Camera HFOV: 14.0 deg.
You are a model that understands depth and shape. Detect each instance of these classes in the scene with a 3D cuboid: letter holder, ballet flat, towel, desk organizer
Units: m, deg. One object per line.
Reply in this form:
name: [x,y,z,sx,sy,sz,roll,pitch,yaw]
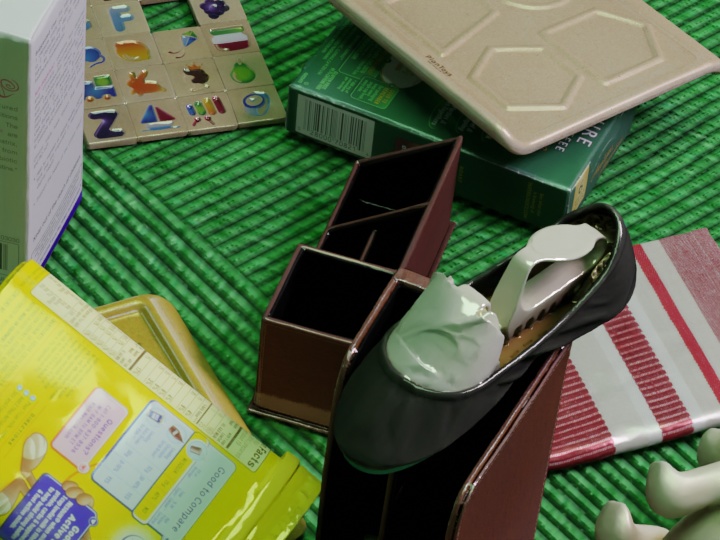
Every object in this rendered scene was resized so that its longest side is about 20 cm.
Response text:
letter holder: [0.027,0.128,1.529,0.100,0.201,0.142,21,46,15]
ballet flat: [0.061,0.023,1.447,0.068,0.069,0.200,35,52,26]
towel: [0.149,0.051,1.754,0.199,0.023,0.144,-13,49,-17]
desk organizer: [0.000,0.000,1.746,0.071,0.077,0.200,16,45,9]

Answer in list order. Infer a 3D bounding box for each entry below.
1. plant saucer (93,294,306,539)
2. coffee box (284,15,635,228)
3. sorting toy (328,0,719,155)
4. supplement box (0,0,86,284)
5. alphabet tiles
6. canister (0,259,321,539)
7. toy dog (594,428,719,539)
plant saucer: [-0.157,0.093,1.653,0.199,0.049,0.200,-16,48,-22]
coffee box: [0.065,-0.103,1.882,0.199,0.044,0.123,20,44,14]
sorting toy: [0.105,-0.146,1.882,0.199,0.037,0.185,-21,48,-35]
supplement box: [-0.224,-0.098,1.730,0.101,0.201,0.104,15,45,8]
alphabet tiles: [-0.165,-0.139,1.919,0.199,0.008,0.168,-9,47,-15]
canister: [-0.141,0.108,1.547,0.200,0.087,0.149,39,66,-1]
toy dog: [0.206,0.178,1.569,0.200,0.139,0.194,-39,96,-38]
